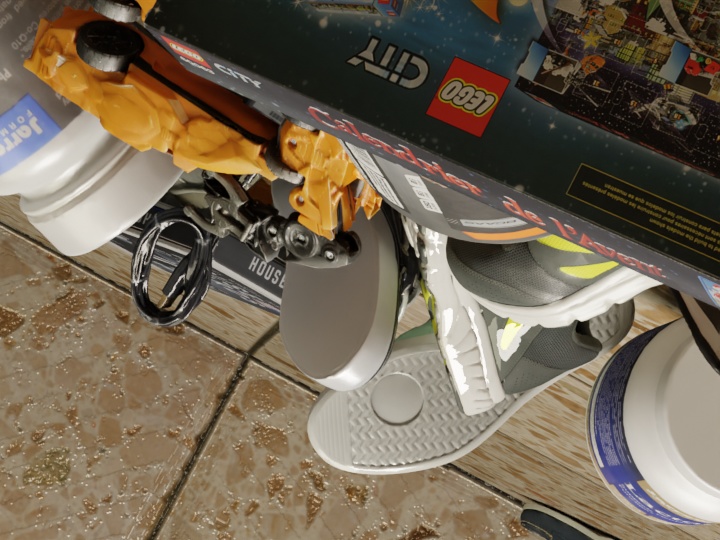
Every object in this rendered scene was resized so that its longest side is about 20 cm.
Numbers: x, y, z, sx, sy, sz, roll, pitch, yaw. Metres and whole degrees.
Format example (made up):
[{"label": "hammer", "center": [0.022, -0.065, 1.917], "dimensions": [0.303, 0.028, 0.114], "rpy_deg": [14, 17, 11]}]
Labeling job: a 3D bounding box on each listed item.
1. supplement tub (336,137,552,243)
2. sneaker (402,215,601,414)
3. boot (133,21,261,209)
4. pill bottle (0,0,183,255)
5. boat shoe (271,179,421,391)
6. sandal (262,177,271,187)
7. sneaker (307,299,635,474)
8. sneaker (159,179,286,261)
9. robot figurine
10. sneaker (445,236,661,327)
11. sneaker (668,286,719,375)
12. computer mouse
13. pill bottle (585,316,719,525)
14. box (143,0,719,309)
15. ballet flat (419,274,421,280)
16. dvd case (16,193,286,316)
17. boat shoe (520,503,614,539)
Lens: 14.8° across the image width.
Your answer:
[{"label": "supplement tub", "center": [0.040, -0.080, 0.904], "dimensions": [0.122, 0.123, 0.200], "rpy_deg": [26, 173, 15]}, {"label": "sneaker", "center": [0.066, -0.017, 1.315], "dimensions": [0.200, 0.084, 0.075], "rpy_deg": [76, 177, -50]}, {"label": "boot", "center": [-0.129, -0.121, 1.464], "dimensions": [0.200, 0.073, 0.182], "rpy_deg": [48, 154, -11]}, {"label": "pill bottle", "center": [-0.177, -0.110, 1.361], "dimensions": [0.200, 0.114, 0.114], "rpy_deg": [48, 166, -20]}, {"label": "boat shoe", "center": [0.000, 0.000, 1.406], "dimensions": [0.068, 0.072, 0.200], "rpy_deg": [37, -160, -28]}, {"label": "sandal", "center": [-0.051, -0.075, 1.566], "dimensions": [0.199, 0.054, 0.080], "rpy_deg": [26, 173, 16]}, {"label": "sneaker", "center": [0.055, 0.055, 1.602], "dimensions": [0.074, 0.200, 0.118], "rpy_deg": [66, 171, -9]}, {"label": "sneaker", "center": [-0.040, -0.050, 1.642], "dimensions": [0.199, 0.077, 0.078], "rpy_deg": [27, 132, -9]}, {"label": "robot figurine", "center": [-0.057, -0.091, 1.248], "dimensions": [0.199, 0.145, 0.058], "rpy_deg": [32, -143, 18]}, {"label": "sneaker", "center": [0.105, -0.034, 1.162], "dimensions": [0.199, 0.075, 0.085], "rpy_deg": [-11, 134, 44]}, {"label": "sneaker", "center": [0.197, 0.015, 1.006], "dimensions": [0.200, 0.116, 0.076], "rpy_deg": [23, 171, 36]}, {"label": "computer mouse", "center": [-0.055, -0.048, 1.371], "dimensions": [0.059, 0.200, 0.034], "rpy_deg": [35, -149, -12]}, {"label": "pill bottle", "center": [0.192, 0.079, 1.497], "dimensions": [0.115, 0.116, 0.200], "rpy_deg": [28, 173, -1]}, {"label": "box", "center": [0.057, -0.084, 0.752], "dimensions": [0.199, 0.137, 0.038], "rpy_deg": [25, 173, 24]}, {"label": "ballet flat", "center": [0.074, -0.004, 1.506], "dimensions": [0.068, 0.076, 0.200], "rpy_deg": [13, 178, -20]}, {"label": "dvd case", "center": [-0.104, -0.014, 1.611], "dimensions": [0.199, 0.025, 0.150], "rpy_deg": [21, 173, 42]}, {"label": "boat shoe", "center": [0.263, 0.336, 3.279], "dimensions": [0.199, 0.062, 0.075], "rpy_deg": [24, 174, 34]}]
